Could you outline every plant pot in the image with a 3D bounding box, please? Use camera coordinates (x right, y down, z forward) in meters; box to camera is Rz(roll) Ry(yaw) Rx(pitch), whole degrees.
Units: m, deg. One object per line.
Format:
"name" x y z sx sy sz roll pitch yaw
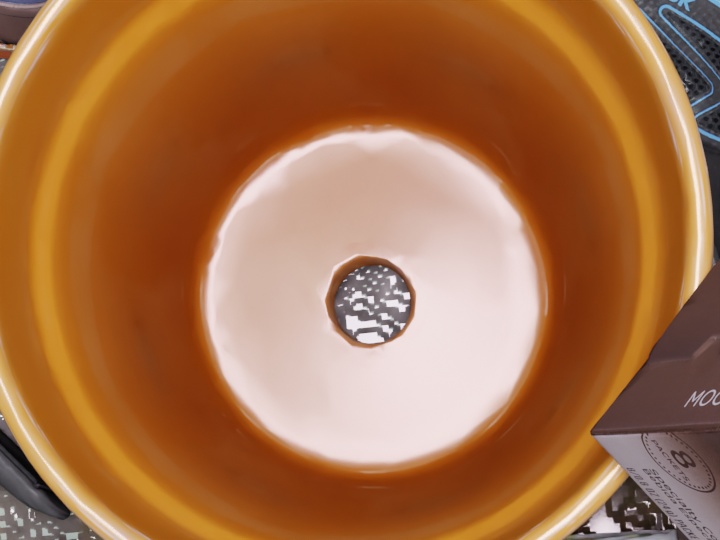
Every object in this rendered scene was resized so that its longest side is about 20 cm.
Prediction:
"plant pot" 0.000 0.000 0.843 0.199 0.183 0.202 -1 84 5

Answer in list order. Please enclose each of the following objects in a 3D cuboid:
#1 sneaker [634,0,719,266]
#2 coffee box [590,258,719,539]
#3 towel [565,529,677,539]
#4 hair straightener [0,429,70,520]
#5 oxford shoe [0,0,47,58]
"sneaker" 0.112 -0.045 0.896 0.082 0.073 0.201 -26 83 -1
"coffee box" 0.167 0.078 0.713 0.200 0.113 0.080 47 70 -15
"towel" 0.024 0.182 0.890 0.170 0.048 0.201 -4 84 4
"hair straightener" -0.171 0.020 0.924 0.200 0.041 0.077 35 87 7
"oxford shoe" -0.060 -0.092 0.912 0.199 0.073 0.072 2 83 4
